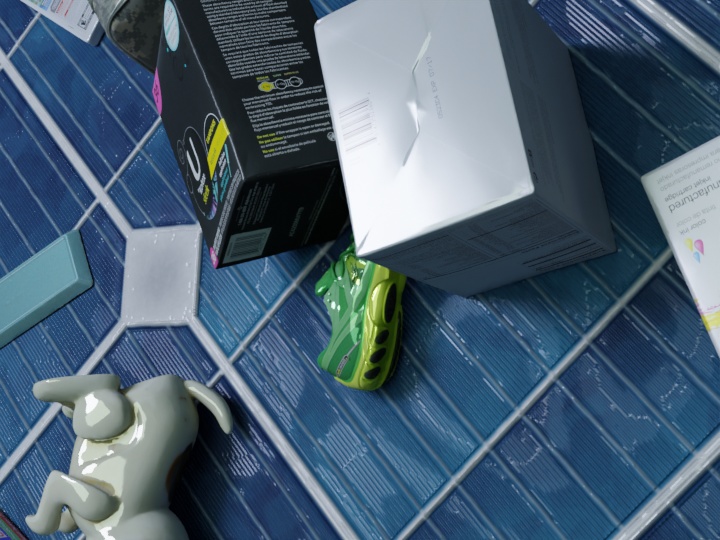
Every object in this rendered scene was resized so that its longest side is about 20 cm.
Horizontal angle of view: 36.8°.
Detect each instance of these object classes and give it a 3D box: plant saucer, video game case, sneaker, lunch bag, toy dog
[{"bbox_3d":[-0.376,0.031,1.185,0.198,0.019,0.071,-32,66,22],"label":"plant saucer"},{"bbox_3d":[-0.334,-0.360,1.237,0.199,0.018,0.145,33,98,30],"label":"video game case"},{"bbox_3d":[0.000,0.000,0.946,0.082,0.074,0.204,8,85,26],"label":"sneaker"},{"bbox_3d":[-0.184,-0.309,1.081,0.200,0.139,0.169,-45,46,14],"label":"lunch bag"},{"bbox_3d":[-0.211,0.208,1.007,0.190,0.140,0.204,-4,74,-9],"label":"toy dog"}]

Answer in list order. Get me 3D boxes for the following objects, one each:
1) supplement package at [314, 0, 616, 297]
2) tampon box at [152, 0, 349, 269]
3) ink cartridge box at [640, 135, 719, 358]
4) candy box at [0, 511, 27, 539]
[{"bbox_3d":[0.085,-0.102,0.845,0.145,0.199,0.195,-18,71,25],"label":"supplement package"},{"bbox_3d":[-0.093,-0.134,0.960,0.203,0.124,0.150,66,154,22],"label":"tampon box"},{"bbox_3d":[0.309,-0.003,0.766,0.143,0.084,0.203,-27,69,22],"label":"ink cartridge box"},{"bbox_3d":[-0.428,0.346,1.119,0.168,0.077,0.202,33,98,31],"label":"candy box"}]
